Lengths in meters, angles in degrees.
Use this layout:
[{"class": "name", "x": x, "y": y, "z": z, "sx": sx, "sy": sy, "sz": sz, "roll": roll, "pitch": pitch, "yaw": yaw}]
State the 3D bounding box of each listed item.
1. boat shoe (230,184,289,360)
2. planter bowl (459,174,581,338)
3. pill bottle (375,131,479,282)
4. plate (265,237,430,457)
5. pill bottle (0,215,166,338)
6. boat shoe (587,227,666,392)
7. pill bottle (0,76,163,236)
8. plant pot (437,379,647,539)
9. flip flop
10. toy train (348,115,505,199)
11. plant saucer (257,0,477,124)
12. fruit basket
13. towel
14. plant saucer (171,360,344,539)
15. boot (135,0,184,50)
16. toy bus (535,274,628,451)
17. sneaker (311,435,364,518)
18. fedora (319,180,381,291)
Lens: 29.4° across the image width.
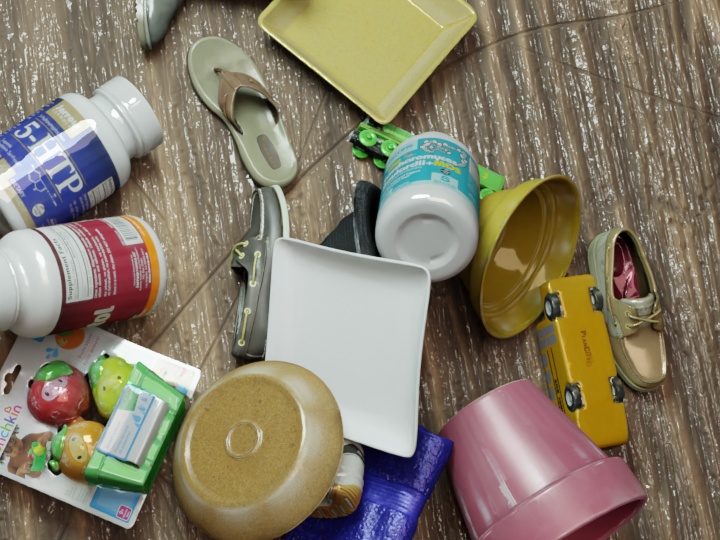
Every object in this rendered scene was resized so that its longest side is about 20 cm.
[{"class": "boat shoe", "x": -0.115, "y": 0.000, "z": 1.539, "sx": 0.060, "sy": 0.072, "sz": 0.202, "roll": 2, "pitch": 77, "yaw": -17}, {"class": "planter bowl", "x": 0.167, "y": -0.029, "z": 1.586, "sx": 0.083, "sy": 0.201, "sz": 0.201, "roll": 27, "pitch": 66, "yaw": 33}, {"class": "pill bottle", "x": 0.077, "y": -0.080, "z": 1.514, "sx": 0.110, "sy": 0.111, "sz": 0.200, "roll": 21, "pitch": 30, "yaw": -7}, {"class": "plate", "x": -0.012, "y": 0.076, "z": 1.437, "sx": 0.032, "sy": 0.199, "sz": 0.201, "roll": -11, "pitch": 109, "yaw": -54}, {"class": "pill bottle", "x": -0.312, "y": 0.008, "z": 1.431, "sx": 0.199, "sy": 0.113, "sz": 0.113, "roll": -11, "pitch": 76, "yaw": -43}, {"class": "boat shoe", "x": 0.322, "y": 0.044, "z": 1.634, "sx": 0.074, "sy": 0.066, "sz": 0.201, "roll": -13, "pitch": 79, "yaw": -16}, {"class": "pill bottle", "x": -0.321, "y": -0.123, "z": 1.498, "sx": 0.200, "sy": 0.120, "sz": 0.120, "roll": -38, "pitch": 86, "yaw": -20}, {"class": "plant pot", "x": 0.181, "y": 0.228, "z": 1.497, "sx": 0.199, "sy": 0.200, "sz": 0.179, "roll": -25, "pitch": 66, "yaw": -18}, {"class": "flip flop", "x": -0.132, "y": -0.188, "z": 1.593, "sx": 0.081, "sy": 0.058, "sz": 0.201, "roll": -25, "pitch": 82, "yaw": -18}, {"class": "toy train", "x": 0.081, "y": -0.129, "z": 1.640, "sx": 0.199, "sy": 0.042, "sz": 0.057, "roll": 26, "pitch": 61, "yaw": -5}, {"class": "plant saucer", "x": 0.007, "y": -0.295, "z": 1.658, "sx": 0.200, "sy": 0.048, "sz": 0.200, "roll": 39, "pitch": 70, "yaw": 3}, {"class": "fruit basket", "x": -0.293, "y": 0.149, "z": 1.446, "sx": 0.199, "sy": 0.094, "sz": 0.186, "roll": 25, "pitch": 71, "yaw": -2}, {"class": "towel", "x": -0.001, "y": 0.248, "z": 1.469, "sx": 0.050, "sy": 0.147, "sz": 0.201, "roll": 46, "pitch": 63, "yaw": -45}, {"class": "plant saucer", "x": -0.115, "y": 0.180, "z": 1.419, "sx": 0.199, "sy": 0.035, "sz": 0.201, "roll": -10, "pitch": 61, "yaw": 19}, {"class": "boot", "x": -0.159, "y": -0.337, "z": 1.605, "sx": 0.199, "sy": 0.073, "sz": 0.183, "roll": 5, "pitch": 74, "yaw": -3}, {"class": "toy bus", "x": 0.254, "y": 0.110, "z": 1.594, "sx": 0.065, "sy": 0.078, "sz": 0.201, "roll": -8, "pitch": 77, "yaw": -15}, {"class": "sneaker", "x": -0.088, "y": 0.215, "z": 1.472, "sx": 0.199, "sy": 0.076, "sz": 0.088, "roll": 0, "pitch": 50, "yaw": 17}, {"class": "fedora", "x": 0.000, "y": 0.000, "z": 1.538, "sx": 0.091, "sy": 0.200, "sz": 0.201, "roll": -19, "pitch": 79, "yaw": 16}]
